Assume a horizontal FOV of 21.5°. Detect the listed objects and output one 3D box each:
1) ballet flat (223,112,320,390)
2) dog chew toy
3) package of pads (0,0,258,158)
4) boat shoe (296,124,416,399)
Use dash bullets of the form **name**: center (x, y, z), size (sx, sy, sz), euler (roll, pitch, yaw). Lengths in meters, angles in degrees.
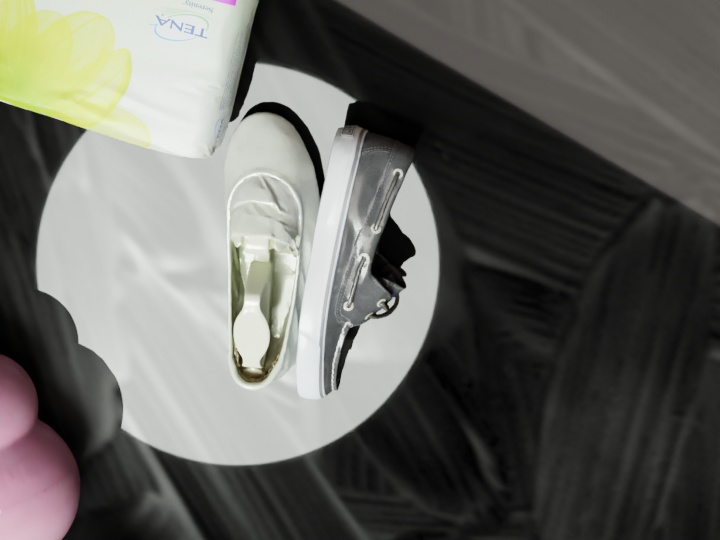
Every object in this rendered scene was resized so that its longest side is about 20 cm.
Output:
- **ballet flat**: center (-0.066, -0.007, 1.310), size (0.069, 0.069, 0.200), euler (5, 113, 6)
- **dog chew toy**: center (-0.280, 0.114, 1.366), size (0.124, 0.125, 0.200), euler (-15, 102, 14)
- **package of pads**: center (-0.172, -0.169, 1.256), size (0.200, 0.068, 0.155), euler (16, 113, 2)
- **boat shoe**: center (0.000, 0.000, 1.307), size (0.066, 0.070, 0.200), euler (12, 106, 5)
